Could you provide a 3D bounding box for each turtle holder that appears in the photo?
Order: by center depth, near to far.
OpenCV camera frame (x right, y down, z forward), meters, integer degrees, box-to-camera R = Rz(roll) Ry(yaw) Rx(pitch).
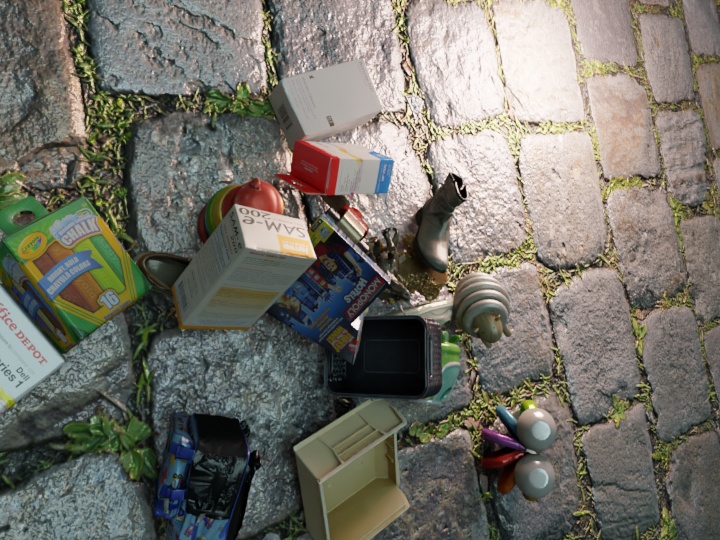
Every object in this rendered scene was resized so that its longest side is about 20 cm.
[{"bbox_3d":[0.128,0.192,1.061,0.136,0.186,0.136,4,79,3],"label":"turtle holder"}]

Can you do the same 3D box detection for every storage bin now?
[{"bbox_3d":[-0.005,0.357,0.922,0.195,0.093,0.206,-23,123,-31],"label":"storage bin"},{"bbox_3d":[0.041,0.153,0.955,0.093,0.194,0.140,19,70,-65],"label":"storage bin"}]

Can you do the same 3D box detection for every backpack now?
[{"bbox_3d":[-0.237,0.332,0.791,0.131,0.182,0.206,14,88,-19],"label":"backpack"}]

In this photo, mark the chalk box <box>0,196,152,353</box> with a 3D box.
[{"bbox_3d":[-0.413,-0.010,0.741,0.202,0.122,0.125,56,47,-13],"label":"chalk box"}]

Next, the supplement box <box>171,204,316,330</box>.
[{"bbox_3d":[-0.173,0.004,0.781,0.124,0.199,0.075,8,49,-46],"label":"supplement box"}]

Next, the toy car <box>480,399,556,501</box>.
[{"bbox_3d":[0.332,0.380,1.151,0.145,0.175,0.207,5,78,7],"label":"toy car"}]

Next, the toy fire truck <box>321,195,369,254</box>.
[{"bbox_3d":[-0.066,-0.063,0.974,0.128,0.176,0.201,43,25,-9],"label":"toy fire truck"}]

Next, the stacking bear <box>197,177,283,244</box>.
[{"bbox_3d":[-0.186,-0.088,0.858,0.111,0.198,0.126,-2,84,-30],"label":"stacking bear"}]

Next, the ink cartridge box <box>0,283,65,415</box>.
[{"bbox_3d":[-0.515,0.131,0.696,0.200,0.083,0.146,-43,105,-29],"label":"ink cartridge box"}]

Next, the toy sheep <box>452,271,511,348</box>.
[{"bbox_3d":[0.258,0.075,1.146,0.136,0.139,0.202,27,28,-25],"label":"toy sheep"}]

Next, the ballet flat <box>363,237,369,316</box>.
[{"bbox_3d":[0.000,0.000,0.977,0.055,0.068,0.204,5,45,-12],"label":"ballet flat"}]

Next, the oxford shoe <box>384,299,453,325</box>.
[{"bbox_3d":[0.117,0.100,1.092,0.195,0.074,0.060,-8,90,-35],"label":"oxford shoe"}]

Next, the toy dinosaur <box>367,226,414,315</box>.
[{"bbox_3d":[0.047,-0.013,1.001,0.074,0.202,0.105,-10,122,2],"label":"toy dinosaur"}]

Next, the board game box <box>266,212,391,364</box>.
[{"bbox_3d":[-0.046,0.042,0.868,0.199,0.200,0.062,42,25,-8],"label":"board game box"}]

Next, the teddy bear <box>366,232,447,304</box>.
[{"bbox_3d":[0.082,-0.001,1.096,0.194,0.067,0.150,-6,77,-25],"label":"teddy bear"}]

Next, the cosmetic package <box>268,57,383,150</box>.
[{"bbox_3d":[-0.064,-0.323,1.034,0.197,0.081,0.115,-30,97,-30],"label":"cosmetic package"}]

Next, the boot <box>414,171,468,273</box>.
[{"bbox_3d":[0.167,-0.104,1.072,0.066,0.131,0.203,21,40,-21],"label":"boot"}]

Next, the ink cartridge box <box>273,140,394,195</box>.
[{"bbox_3d":[-0.047,-0.188,0.979,0.196,0.115,0.069,-9,120,-42],"label":"ink cartridge box"}]

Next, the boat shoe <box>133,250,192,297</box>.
[{"bbox_3d":[-0.269,0.020,0.867,0.195,0.071,0.078,16,75,-28],"label":"boat shoe"}]
